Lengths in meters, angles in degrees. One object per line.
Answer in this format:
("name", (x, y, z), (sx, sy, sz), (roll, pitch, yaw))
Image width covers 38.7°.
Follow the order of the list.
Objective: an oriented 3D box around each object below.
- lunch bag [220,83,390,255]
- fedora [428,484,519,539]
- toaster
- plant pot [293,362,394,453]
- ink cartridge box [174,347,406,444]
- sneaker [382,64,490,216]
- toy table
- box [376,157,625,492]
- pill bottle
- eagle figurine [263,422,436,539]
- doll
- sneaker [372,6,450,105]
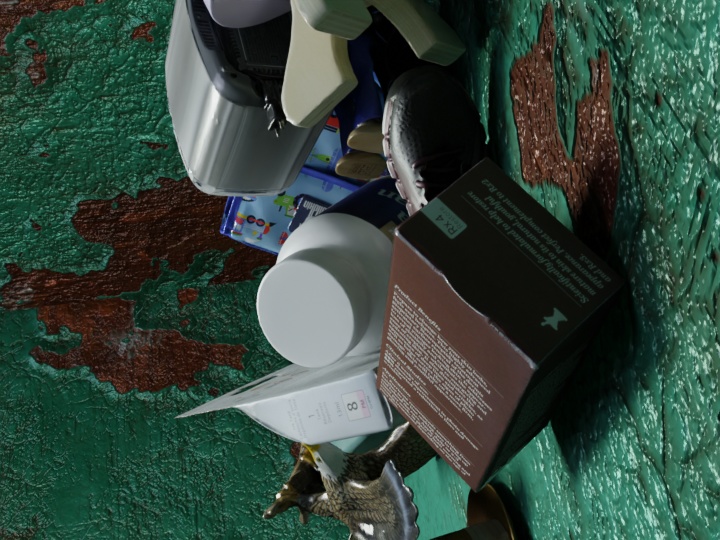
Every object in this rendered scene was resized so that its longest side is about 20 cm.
("lunch bag", (-0.040, -0.091, 0.974), (0.094, 0.148, 0.202), (-109, 37, -65))
("fedora", (0.085, 0.268, 0.811), (0.201, 0.080, 0.204), (172, 90, -84))
("toaster", (-0.088, -0.148, 0.804), (0.130, 0.112, 0.202), (120, 140, -49))
("plant pot", (0.018, 0.131, 1.068), (0.200, 0.139, 0.144), (128, 135, -72))
("ink cartridge box", (-0.019, 0.095, 0.797), (0.162, 0.198, 0.058), (-19, -93, -56))
("sneaker", (0.074, -0.035, 0.702), (0.116, 0.075, 0.203), (-123, 16, -64))
("toy table", (-0.005, -0.194, 0.671), (0.200, 0.183, 0.118), (-42, 72, 38))
("box", (0.068, 0.040, 0.583), (0.100, 0.075, 0.201), (45, 160, 19))
("pill bottle", (0.000, 0.000, 0.812), (0.200, 0.109, 0.113), (-39, -52, -59))
("eagle figurine", (0.011, 0.177, 0.869), (0.150, 0.198, 0.154), (5, -104, -52))
("doll", (-0.010, -0.176, 0.825), (0.137, 0.048, 0.203), (124, 143, -61))
("sneaker", (0.038, -0.186, 0.870), (0.079, 0.069, 0.202), (98, 160, -48))
